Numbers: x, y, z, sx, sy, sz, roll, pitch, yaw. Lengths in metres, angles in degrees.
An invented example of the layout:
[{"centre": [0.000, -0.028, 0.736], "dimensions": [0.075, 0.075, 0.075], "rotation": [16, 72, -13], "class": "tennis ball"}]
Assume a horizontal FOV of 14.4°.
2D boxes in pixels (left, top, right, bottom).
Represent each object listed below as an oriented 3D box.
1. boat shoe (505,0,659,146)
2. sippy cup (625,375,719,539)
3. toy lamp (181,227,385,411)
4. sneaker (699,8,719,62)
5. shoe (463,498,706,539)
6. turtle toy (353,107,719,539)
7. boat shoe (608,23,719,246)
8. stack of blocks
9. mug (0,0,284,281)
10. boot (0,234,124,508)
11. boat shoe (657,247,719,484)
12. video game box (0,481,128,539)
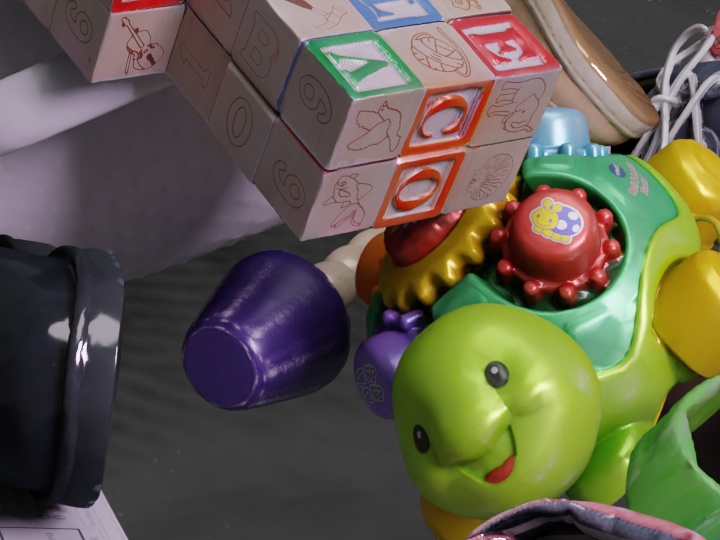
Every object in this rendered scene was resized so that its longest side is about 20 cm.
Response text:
[{"centre": [0.059, -0.071, 1.101], "dimensions": [0.074, 0.069, 0.200], "rotation": [48, 3, -14], "class": "boat shoe"}, {"centre": [0.165, 0.116, 0.884], "dimensions": [0.139, 0.178, 0.130], "rotation": [-7, 9, 26], "class": "sippy cup"}, {"centre": [0.000, 0.000, 1.089], "dimensions": [0.058, 0.058, 0.200], "rotation": [25, 33, 23], "class": "toy lamp"}, {"centre": [0.205, -0.117, 1.218], "dimensions": [0.108, 0.202, 0.067], "rotation": [25, 18, 36], "class": "sneaker"}, {"centre": [0.025, 0.106, 0.819], "dimensions": [0.199, 0.091, 0.072], "rotation": [1, 53, 28], "class": "shoe"}, {"centre": [0.055, 0.020, 0.962], "dimensions": [0.101, 0.146, 0.200], "rotation": [40, 23, -21], "class": "turtle toy"}, {"centre": [0.129, -0.053, 1.119], "dimensions": [0.062, 0.075, 0.200], "rotation": [26, -12, -24], "class": "boat shoe"}, {"centre": [-0.041, -0.099, 0.932], "dimensions": [0.115, 0.059, 0.200], "rotation": [-13, 50, -36], "class": "stack of blocks"}, {"centre": [-0.110, -0.063, 1.034], "dimensions": [0.175, 0.148, 0.200], "rotation": [-21, 5, -16], "class": "mug"}, {"centre": [-0.165, 0.019, 0.854], "dimensions": [0.168, 0.077, 0.200], "rotation": [5, 7, -16], "class": "boot"}, {"centre": [0.118, 0.043, 1.040], "dimensions": [0.070, 0.071, 0.200], "rotation": [17, 18, -13], "class": "boat shoe"}, {"centre": [-0.167, 0.083, 0.853], "dimensions": [0.182, 0.047, 0.200], "rotation": [4, 14, -17], "class": "video game box"}]
